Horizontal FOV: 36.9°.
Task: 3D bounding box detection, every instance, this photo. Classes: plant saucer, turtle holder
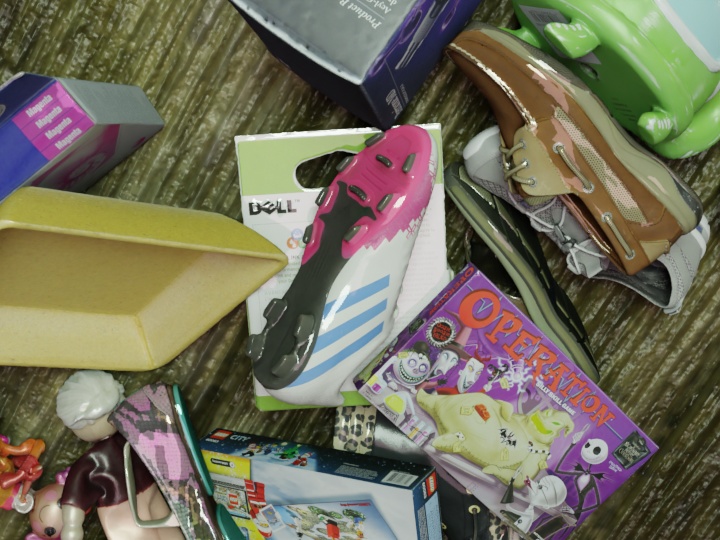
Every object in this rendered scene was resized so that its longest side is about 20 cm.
[{"bbox_3d":[-0.183,0.006,0.724,0.199,0.049,0.200,7,149,-38],"label":"plant saucer"},{"bbox_3d":[0.193,-0.155,0.707,0.185,0.141,0.132,40,88,2],"label":"turtle holder"}]

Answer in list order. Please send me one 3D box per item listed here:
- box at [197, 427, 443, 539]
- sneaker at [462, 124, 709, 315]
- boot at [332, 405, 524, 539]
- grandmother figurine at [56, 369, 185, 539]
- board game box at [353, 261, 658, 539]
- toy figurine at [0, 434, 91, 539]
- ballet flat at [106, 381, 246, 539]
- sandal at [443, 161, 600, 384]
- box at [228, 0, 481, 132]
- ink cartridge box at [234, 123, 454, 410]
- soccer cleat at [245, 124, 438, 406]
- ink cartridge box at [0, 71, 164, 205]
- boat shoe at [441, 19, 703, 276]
[{"bbox_3d":[-0.032,0.201,0.814,0.199,0.038,0.137,5,111,32],"label":"box"},{"bbox_3d":[0.161,-0.038,0.755,0.199,0.082,0.075,24,148,-13],"label":"sneaker"},{"bbox_3d":[0.051,0.182,0.848,0.153,0.074,0.204,4,107,2],"label":"boot"},{"bbox_3d":[-0.183,0.172,0.828,0.060,0.121,0.201,-17,94,32],"label":"grandmother figurine"},{"bbox_3d":[0.106,0.103,0.770,0.200,0.032,0.120,42,92,-17],"label":"board game box"},{"bbox_3d":[-0.276,0.188,0.831,0.184,0.150,0.201,27,81,-23],"label":"toy figurine"},{"bbox_3d":[-0.128,0.181,0.797,0.071,0.069,0.201,-25,92,-4],"label":"ballet flat"},{"bbox_3d":[0.111,0.012,0.793,0.057,0.080,0.201,-26,107,21],"label":"sandal"},{"bbox_3d":[0.024,-0.202,0.656,0.104,0.148,0.200,35,93,8],"label":"box"},{"bbox_3d":[-0.008,-0.007,0.783,0.147,0.076,0.201,-3,106,0],"label":"ink cartridge box"},{"bbox_3d":[0.000,0.000,0.719,0.086,0.070,0.200,29,93,-45],"label":"soccer cleat"},{"bbox_3d":[-0.237,-0.049,0.699,0.196,0.200,0.043,-37,93,10],"label":"ink cartridge box"},{"bbox_3d":[0.127,-0.074,0.689,0.200,0.076,0.074,41,92,-6],"label":"boat shoe"}]
